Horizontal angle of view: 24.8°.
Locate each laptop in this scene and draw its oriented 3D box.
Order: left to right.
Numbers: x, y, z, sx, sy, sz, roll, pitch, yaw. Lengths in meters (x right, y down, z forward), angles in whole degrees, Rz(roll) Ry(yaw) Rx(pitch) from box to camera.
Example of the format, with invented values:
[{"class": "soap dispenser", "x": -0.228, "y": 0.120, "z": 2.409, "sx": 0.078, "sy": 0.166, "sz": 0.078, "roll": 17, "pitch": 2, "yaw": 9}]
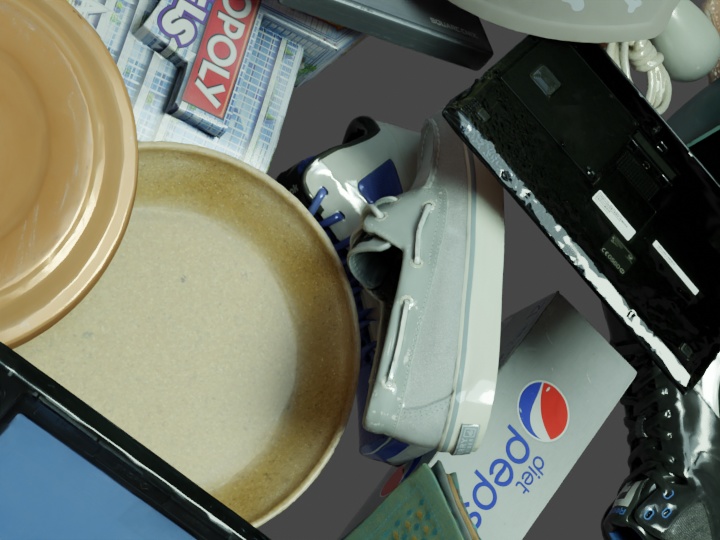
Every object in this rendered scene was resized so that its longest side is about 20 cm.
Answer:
[{"class": "laptop", "x": 0.123, "y": -0.036, "z": 0.860, "sx": 0.177, "sy": 0.103, "sz": 0.200, "roll": 48, "pitch": 46, "yaw": -1}]

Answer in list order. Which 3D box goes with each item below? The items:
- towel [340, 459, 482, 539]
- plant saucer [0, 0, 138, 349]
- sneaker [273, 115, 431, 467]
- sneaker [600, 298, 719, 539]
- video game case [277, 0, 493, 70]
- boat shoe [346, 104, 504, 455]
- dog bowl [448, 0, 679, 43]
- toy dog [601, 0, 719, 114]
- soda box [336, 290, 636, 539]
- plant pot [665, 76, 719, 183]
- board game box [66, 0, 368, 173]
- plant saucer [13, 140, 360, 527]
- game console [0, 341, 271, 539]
[{"class": "towel", "x": 0.024, "y": 0.209, "z": 0.740, "sx": 0.022, "sy": 0.147, "sz": 0.201, "roll": 22, "pitch": 34, "yaw": -46}, {"class": "plant saucer", "x": -0.203, "y": -0.056, "z": 0.770, "sx": 0.198, "sy": 0.032, "sz": 0.203, "roll": 2, "pitch": 79, "yaw": -11}, {"class": "sneaker", "x": 0.000, "y": -0.001, "z": 0.877, "sx": 0.114, "sy": 0.081, "sz": 0.201, "roll": 19, "pitch": 61, "yaw": -19}, {"class": "sneaker", "x": 0.171, "y": 0.094, "z": 0.936, "sx": 0.111, "sy": 0.073, "sz": 0.202, "roll": -28, "pitch": 91, "yaw": -33}, {"class": "video game case", "x": -0.011, "y": -0.205, "z": 0.896, "sx": 0.142, "sy": 0.019, "sz": 0.202, "roll": 12, "pitch": 48, "yaw": -40}, {"class": "boat shoe", "x": 0.029, "y": -0.006, "z": 0.801, "sx": 0.071, "sy": 0.070, "sz": 0.203, "roll": 8, "pitch": 53, "yaw": -8}, {"class": "dog bowl", "x": 0.114, "y": -0.205, "z": 0.856, "sx": 0.197, "sy": 0.059, "sz": 0.201, "roll": 2, "pitch": 47, "yaw": -2}, {"class": "toy dog", "x": 0.130, "y": -0.186, "z": 1.001, "sx": 0.132, "sy": 0.096, "sz": 0.201, "roll": -40, "pitch": 109, "yaw": -38}, {"class": "soda box", "x": 0.064, "y": 0.107, "z": 0.881, "sx": 0.068, "sy": 0.063, "sz": 0.200, "roll": 44, "pitch": 60, "yaw": -8}, {"class": "plant pot", "x": 0.274, "y": -0.072, "z": 1.009, "sx": 0.142, "sy": 0.141, "sz": 0.200, "roll": 48, "pitch": 53, "yaw": -8}, {"class": "board game box", "x": -0.077, "y": -0.138, "z": 0.877, "sx": 0.198, "sy": 0.062, "sz": 0.202, "roll": 23, "pitch": 66, "yaw": -20}, {"class": "plant saucer", "x": -0.100, "y": 0.038, "z": 0.810, "sx": 0.198, "sy": 0.035, "sz": 0.203, "roll": 3, "pitch": 78, "yaw": -13}, {"class": "game console", "x": -0.154, "y": 0.159, "z": 0.723, "sx": 0.199, "sy": 0.176, "sz": 0.117, "roll": 38, "pitch": 33, "yaw": -14}]
